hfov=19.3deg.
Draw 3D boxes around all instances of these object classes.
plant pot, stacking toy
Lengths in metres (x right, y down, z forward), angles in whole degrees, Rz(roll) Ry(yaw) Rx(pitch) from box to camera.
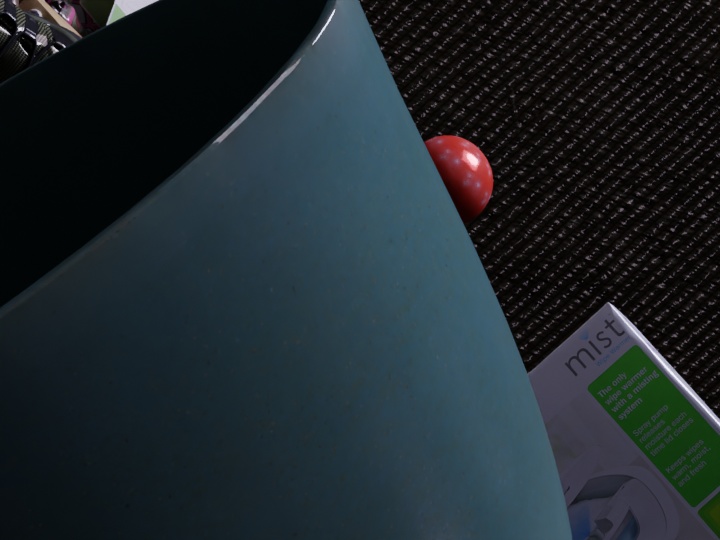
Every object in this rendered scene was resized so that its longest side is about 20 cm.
[{"bbox_3d":[-0.049,0.058,0.432,0.161,0.200,0.201,58,1,-17],"label":"plant pot"},{"bbox_3d":[0.000,0.000,1.253,0.085,0.200,0.085,48,5,-5],"label":"stacking toy"}]

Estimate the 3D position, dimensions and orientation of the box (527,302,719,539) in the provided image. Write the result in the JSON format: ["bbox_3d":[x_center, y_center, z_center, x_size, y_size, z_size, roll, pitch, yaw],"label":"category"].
[{"bbox_3d":[0.146,0.152,1.342,0.177,0.200,0.097,50,5,15],"label":"box"}]

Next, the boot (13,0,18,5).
[{"bbox_3d":[-0.300,-0.228,1.278,0.200,0.070,0.146,47,8,32],"label":"boot"}]

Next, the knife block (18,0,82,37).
[{"bbox_3d":[-0.153,-0.079,1.366,0.200,0.064,0.176,48,4,7],"label":"knife block"}]

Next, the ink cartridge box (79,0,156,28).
[{"bbox_3d":[-0.128,-0.138,1.422,0.146,0.048,0.200,50,24,-23],"label":"ink cartridge box"}]

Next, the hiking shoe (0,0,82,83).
[{"bbox_3d":[-0.219,-0.127,1.190,0.200,0.076,0.101,39,12,9],"label":"hiking shoe"}]

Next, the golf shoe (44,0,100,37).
[{"bbox_3d":[-0.200,-0.146,1.455,0.092,0.073,0.200,49,9,-20],"label":"golf shoe"}]
